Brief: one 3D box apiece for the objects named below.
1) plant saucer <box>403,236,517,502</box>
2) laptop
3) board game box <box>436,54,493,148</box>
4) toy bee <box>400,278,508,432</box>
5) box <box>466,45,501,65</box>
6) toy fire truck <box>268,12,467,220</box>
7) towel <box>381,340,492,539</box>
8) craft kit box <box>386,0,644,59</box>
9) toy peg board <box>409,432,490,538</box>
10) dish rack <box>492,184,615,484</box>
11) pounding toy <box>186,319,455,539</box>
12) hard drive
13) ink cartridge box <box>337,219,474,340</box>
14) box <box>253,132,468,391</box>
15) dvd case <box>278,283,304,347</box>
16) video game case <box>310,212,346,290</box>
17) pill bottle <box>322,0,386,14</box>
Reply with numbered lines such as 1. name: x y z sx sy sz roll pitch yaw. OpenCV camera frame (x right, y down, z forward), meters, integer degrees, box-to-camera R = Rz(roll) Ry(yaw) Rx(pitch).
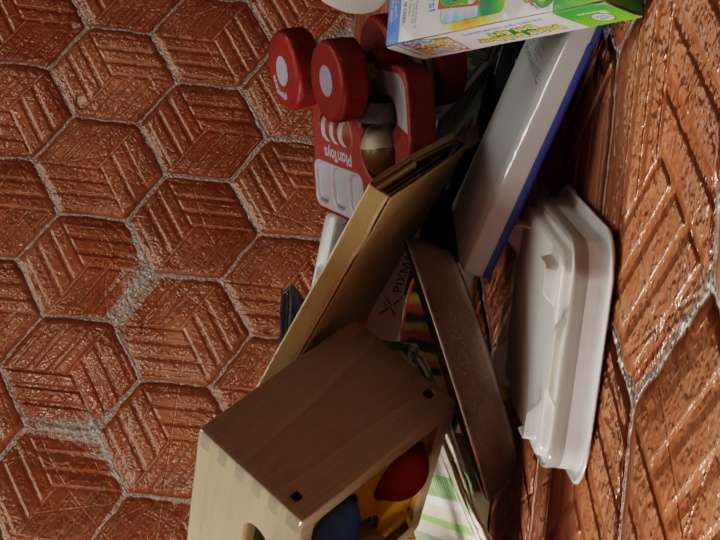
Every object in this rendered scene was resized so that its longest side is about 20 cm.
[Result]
1. plant saucer: 0.076 0.067 1.170 0.200 0.034 0.202 -17 -90 -89
2. laptop: 0.087 -0.108 1.370 0.178 0.102 0.201 103 163 -55
3. board game box: 0.081 -0.129 1.515 0.135 0.034 0.201 -49 -15 -30
4. toy bee: 0.069 0.102 1.344 0.200 0.130 0.109 51 -134 -38
5. box: 0.116 -0.263 1.239 0.117 0.060 0.200 -60 -6 -25
6. toy fire truck: 0.009 -0.114 1.301 0.200 0.111 0.170 27 126 60
7. towel: 0.048 0.148 1.277 0.201 0.023 0.152 67 160 -8
8. craft kit box: 0.104 -0.253 1.063 0.197 0.048 0.202 -3 79 50
9. toy peg board: 0.048 0.265 1.469 0.199 0.097 0.202 -115 31 -81
10. dish rack: 0.127 0.037 1.100 0.200 0.043 0.173 -106 22 -76
11. pounding toy: -0.011 0.171 1.160 0.184 0.142 0.201 -34 -30 -35
12. hard drive: 0.118 -0.109 1.157 0.132 0.025 0.201 -90 21 -67
13. ink cartridge box: 0.035 0.014 1.436 0.174 0.043 0.201 50 -125 -51
14. box: 0.000 0.000 1.179 0.201 0.021 0.163 -60 -11 26
15. dvd case: -0.029 0.126 1.354 0.149 0.016 0.201 57 -161 -34
16. video game case: 0.023 0.056 1.508 0.023 0.199 0.184 8 85 45
17. pill bottle: 0.029 -0.289 1.206 0.201 0.111 0.112 -58 -10 -31
